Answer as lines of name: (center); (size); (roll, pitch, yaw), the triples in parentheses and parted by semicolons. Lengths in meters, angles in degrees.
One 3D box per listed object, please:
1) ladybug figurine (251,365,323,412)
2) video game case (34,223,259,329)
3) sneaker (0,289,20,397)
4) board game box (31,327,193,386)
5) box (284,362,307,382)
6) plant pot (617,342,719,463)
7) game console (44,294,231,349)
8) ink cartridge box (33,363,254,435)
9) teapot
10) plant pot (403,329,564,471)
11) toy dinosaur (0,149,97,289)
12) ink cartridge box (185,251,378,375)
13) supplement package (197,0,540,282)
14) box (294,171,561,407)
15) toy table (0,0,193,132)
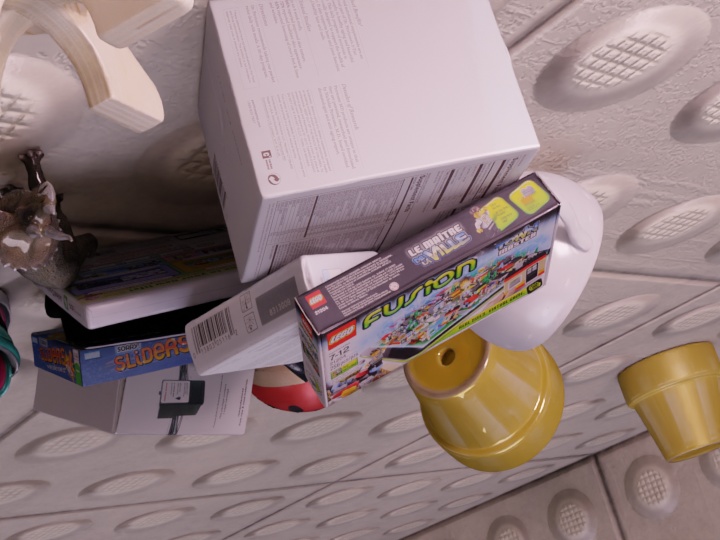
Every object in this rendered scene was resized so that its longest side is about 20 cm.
ladybug figurine: (-0.079, 0.122, 1.407); (0.134, 0.073, 0.200); (-8, -172, -20)
video game case: (-0.166, 0.001, 1.020); (0.198, 0.022, 0.181); (-13, -163, -27)
sneaker: (-0.349, 0.067, 1.069); (0.082, 0.122, 0.200); (-14, 160, -9)
board game box: (-0.201, 0.067, 1.143); (0.198, 0.035, 0.135); (-11, -170, -34)
box: (0.000, 0.000, 1.136); (0.200, 0.043, 0.161); (-50, 172, -21)
plant pot: (0.628, 0.265, 2.310); (0.198, 0.191, 0.201); (-15, 160, -6)
game console: (-0.192, 0.040, 1.130); (0.197, 0.118, 0.176); (-7, 158, -21)
ink cartridge box: (-0.237, 0.129, 1.303); (0.145, 0.084, 0.199); (8, 178, 38)
teapot: (0.145, -0.025, 1.200); (0.145, 0.198, 0.201); (27, 113, -11)
plant pot: (0.153, 0.148, 1.602); (0.199, 0.203, 0.189); (-24, 144, 19)
toy dinosaur: (-0.255, -0.026, 0.929); (0.076, 0.104, 0.200); (-14, 159, -6)
ink cartridge box: (-0.016, 0.030, 0.944); (0.198, 0.048, 0.159); (-7, 163, -44)
supplement package: (-0.003, -0.104, 0.855); (0.197, 0.154, 0.151); (-11, 161, -15)
box: (0.049, 0.015, 0.847); (0.198, 0.035, 0.111); (-28, 151, -14)
toy table: (-0.175, -0.154, 0.634); (0.199, 0.119, 0.183); (-29, 157, 32)
